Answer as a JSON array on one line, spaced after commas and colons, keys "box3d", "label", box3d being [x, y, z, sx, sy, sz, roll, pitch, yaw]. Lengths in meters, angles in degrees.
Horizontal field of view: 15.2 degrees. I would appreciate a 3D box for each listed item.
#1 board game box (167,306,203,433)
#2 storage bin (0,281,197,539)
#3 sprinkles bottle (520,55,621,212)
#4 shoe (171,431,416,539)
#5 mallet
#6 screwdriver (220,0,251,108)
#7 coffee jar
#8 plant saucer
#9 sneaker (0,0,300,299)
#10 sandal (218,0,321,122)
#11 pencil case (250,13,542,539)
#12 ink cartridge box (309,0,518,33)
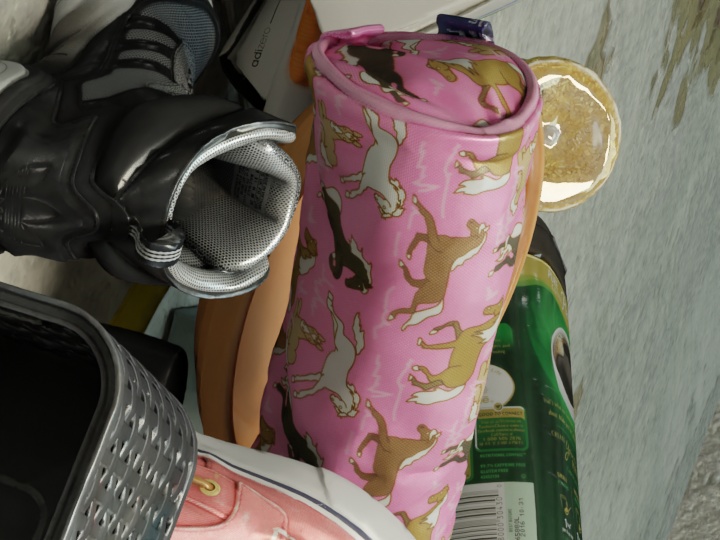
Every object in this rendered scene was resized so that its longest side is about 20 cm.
[{"box3d": [-0.046, 0.092, 1.264, 0.200, 0.064, 0.148, -5, 113, -73], "label": "board game box"}, {"box3d": [-0.145, 0.100, 0.761, 0.094, 0.135, 0.201, 56, 53, -71], "label": "storage bin"}, {"box3d": [0.050, -0.066, 1.231, 0.200, 0.068, 0.069, 14, -94, 70], "label": "sprinkles bottle"}, {"box3d": [-0.068, 0.099, 0.910, 0.072, 0.200, 0.091, -53, -168, 35], "label": "shoe"}, {"box3d": [-0.089, -0.003, 1.067, 0.200, 0.066, 0.041, -77, 174, -55], "label": "mallet"}, {"box3d": [-0.043, -0.054, 1.173, 0.200, 0.029, 0.028, 89, 24, -53], "label": "screwdriver"}, {"box3d": [0.058, 0.069, 1.265, 0.104, 0.085, 0.201, 62, 24, -61], "label": "coffee jar"}, {"box3d": [0.000, 0.000, 1.053, 0.200, 0.037, 0.201, -39, 144, -36], "label": "plant saucer"}, {"box3d": [-0.067, -0.045, 0.926, 0.200, 0.113, 0.076, -46, 150, -60], "label": "sneaker"}, {"box3d": [-0.032, -0.068, 1.101, 0.079, 0.059, 0.207, 50, 52, -49], "label": "sandal"}, {"box3d": [0.008, 0.011, 0.944, 0.087, 0.082, 0.201, -91, -171, -58], "label": "pencil case"}, {"box3d": [0.030, -0.172, 1.067, 0.145, 0.084, 0.200, 67, 21, -3], "label": "ink cartridge box"}]
